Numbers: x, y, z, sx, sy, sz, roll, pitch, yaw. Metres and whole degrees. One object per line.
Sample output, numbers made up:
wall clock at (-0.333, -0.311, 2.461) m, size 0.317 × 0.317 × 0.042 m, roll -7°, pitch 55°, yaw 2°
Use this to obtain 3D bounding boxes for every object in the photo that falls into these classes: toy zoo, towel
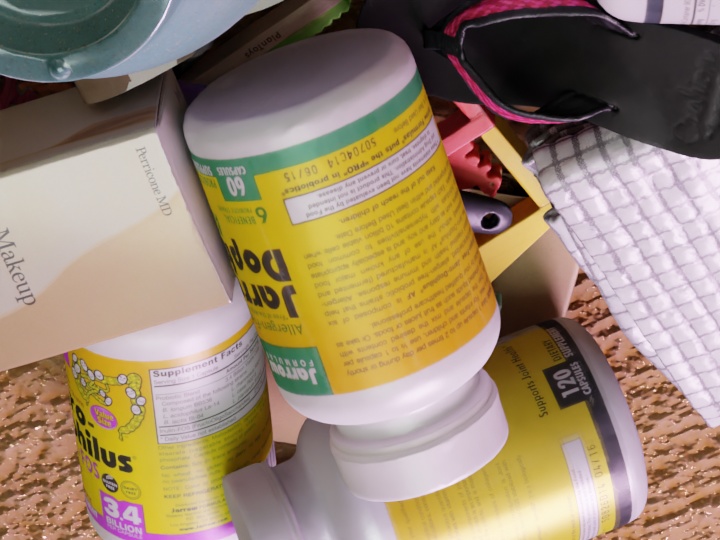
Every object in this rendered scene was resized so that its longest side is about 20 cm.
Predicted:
toy zoo at (0.010, -0.048, 1.390) m, size 0.131 × 0.021 × 0.200 m, roll -32°, pitch 116°, yaw 20°
towel at (0.189, -0.033, 1.370) m, size 0.165 × 0.086 × 0.200 m, roll -25°, pitch 128°, yaw 21°

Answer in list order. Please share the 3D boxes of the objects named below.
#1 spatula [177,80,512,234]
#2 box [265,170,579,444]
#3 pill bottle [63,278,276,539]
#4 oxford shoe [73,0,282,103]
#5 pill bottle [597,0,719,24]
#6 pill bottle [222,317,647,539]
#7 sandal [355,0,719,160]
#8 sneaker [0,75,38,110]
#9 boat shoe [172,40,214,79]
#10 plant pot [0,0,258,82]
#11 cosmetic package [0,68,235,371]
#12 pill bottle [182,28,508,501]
spatula at (-0.021, -0.048, 1.366) m, size 0.199 × 0.021 × 0.057 m, roll 16°, pitch 120°, yaw -9°
box at (0.026, 0.023, 1.479) m, size 0.162 × 0.021 × 0.201 m, roll 9°, pitch 132°, yaw -5°
pill bottle at (-0.100, 0.045, 1.446) m, size 0.104 × 0.104 × 0.201 m, roll -1°, pitch 124°, yaw 5°
oxford shoe at (-0.054, -0.154, 1.268) m, size 0.199 × 0.071 × 0.072 m, roll -30°, pitch 106°, yaw -3°
pill bottle at (0.154, -0.168, 1.229) m, size 0.199 × 0.120 × 0.120 m, roll 2°, pitch 133°, yaw 3°
pill bottle at (0.036, 0.107, 1.427) m, size 0.199 × 0.112 × 0.112 m, roll -20°, pitch 132°, yaw -9°
sandal at (0.086, -0.098, 1.280) m, size 0.199 × 0.045 × 0.076 m, roll 17°, pitch 114°, yaw 22°
sneaker at (-0.246, -0.078, 1.378) m, size 0.199 × 0.074 × 0.088 m, roll 21°, pitch 134°, yaw -11°
boat shoe at (-0.164, -0.135, 1.320) m, size 0.199 × 0.069 × 0.057 m, roll 23°, pitch 131°, yaw -18°
plant pot at (-0.117, -0.157, 1.129) m, size 0.199 × 0.134 × 0.201 m, roll 5°, pitch 123°, yaw 7°
cosmetic package at (-0.165, -0.015, 1.320) m, size 0.199 × 0.071 × 0.106 m, roll -17°, pitch 119°, yaw 12°
pill bottle at (0.000, 0.000, 1.309) m, size 0.112 × 0.113 × 0.201 m, roll -14°, pitch 111°, yaw 16°
